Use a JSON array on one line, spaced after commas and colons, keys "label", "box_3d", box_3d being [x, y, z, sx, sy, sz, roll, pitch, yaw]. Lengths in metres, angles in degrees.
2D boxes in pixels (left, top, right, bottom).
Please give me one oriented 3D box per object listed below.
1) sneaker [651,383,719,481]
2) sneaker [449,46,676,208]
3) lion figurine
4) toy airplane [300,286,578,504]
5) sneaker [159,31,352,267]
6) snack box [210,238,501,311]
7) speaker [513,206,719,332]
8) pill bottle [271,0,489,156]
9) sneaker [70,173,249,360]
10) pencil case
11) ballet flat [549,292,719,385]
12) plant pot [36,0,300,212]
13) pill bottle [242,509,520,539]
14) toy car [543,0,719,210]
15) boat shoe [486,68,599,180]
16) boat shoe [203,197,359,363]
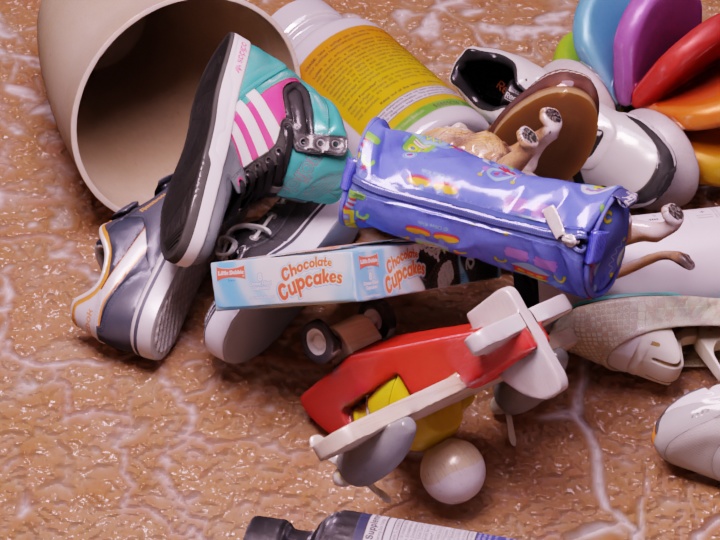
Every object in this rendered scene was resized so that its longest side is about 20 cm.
[{"label": "sneaker", "box_3d": [0.294, 0.137, 1.575, 0.199, 0.076, 0.092, 9, 47, 8]}, {"label": "sneaker", "box_3d": [0.147, -0.108, 1.763, 0.200, 0.074, 0.080, 30, 6, 30]}, {"label": "lion figurine", "box_3d": [0.127, -0.039, 1.632, 0.200, 0.123, 0.072, 42, 41, -1]}, {"label": "toy airplane", "box_3d": [0.062, 0.086, 1.561, 0.199, 0.141, 0.199, -14, 5, -2]}, {"label": "sneaker", "box_3d": [-0.068, -0.068, 1.671, 0.121, 0.084, 0.200, 25, 52, -16]}, {"label": "snack box", "box_3d": [0.000, 0.000, 1.632, 0.116, 0.037, 0.200, -5, 2, 32]}, {"label": "speaker", "box_3d": [0.213, -0.003, 1.714, 0.199, 0.081, 0.081, -6, 43, -10]}, {"label": "pill bottle", "box_3d": [0.003, -0.126, 1.814, 0.111, 0.111, 0.200, -24, 49, -26]}, {"label": "sneaker", "box_3d": [-0.144, -0.027, 1.713, 0.079, 0.079, 0.200, 14, 51, 18]}, {"label": "pencil case", "box_3d": [0.082, -0.041, 1.551, 0.200, 0.078, 0.087, 17, 6, 17]}, {"label": "ballet flat", "box_3d": [0.236, 0.051, 1.667, 0.199, 0.068, 0.062, -4, 54, -11]}, {"label": "plant pot", "box_3d": [-0.173, -0.161, 1.815, 0.187, 0.188, 0.200, -18, 34, -21]}, {"label": "pill bottle", "box_3d": [0.024, 0.210, 1.451, 0.199, 0.112, 0.112, 9, 43, 7]}, {"label": "toy car", "box_3d": [0.238, -0.156, 1.830, 0.175, 0.150, 0.200, -33, 53, -32]}, {"label": "boat shoe", "box_3d": [0.119, -0.085, 1.712, 0.070, 0.200, 0.070, 23, 48, -9]}, {"label": "boat shoe", "box_3d": [-0.071, -0.006, 1.707, 0.068, 0.074, 0.199, 23, 46, 17]}]
